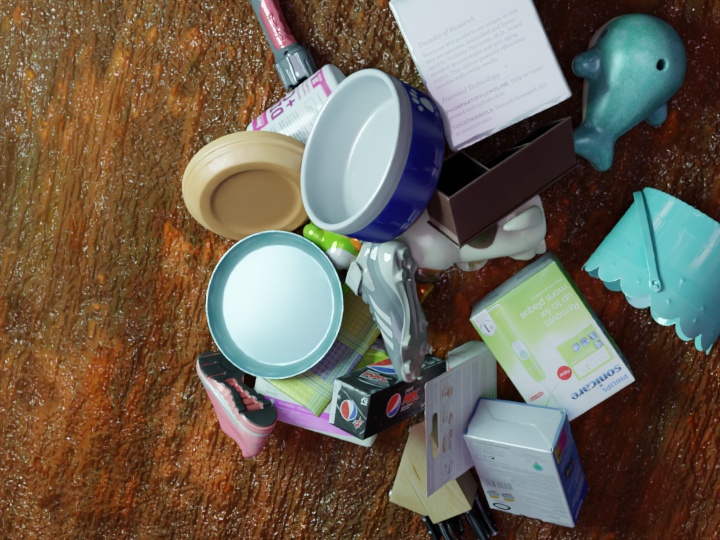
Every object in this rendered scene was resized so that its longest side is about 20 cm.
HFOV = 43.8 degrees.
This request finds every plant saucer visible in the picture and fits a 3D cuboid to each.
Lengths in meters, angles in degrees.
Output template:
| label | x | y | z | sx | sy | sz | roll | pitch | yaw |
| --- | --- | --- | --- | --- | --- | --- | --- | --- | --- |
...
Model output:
| label | x | y | z | sx | sy | sz | roll | pitch | yaw |
| --- | --- | --- | --- | --- | --- | --- | --- | --- | --- |
| plant saucer | -0.142 | -0.103 | 1.213 | 0.196 | 0.038 | 0.202 | -6 | 143 | -5 |
| plant saucer | -0.117 | 0.048 | 1.248 | 0.196 | 0.027 | 0.205 | -1 | 87 | 11 |

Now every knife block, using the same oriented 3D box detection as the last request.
| label | x | y | z | sx | sy | sz | roll | pitch | yaw |
| --- | --- | --- | --- | --- | --- | --- | --- | --- | --- |
| knife block | 0.138 | 0.319 | 1.331 | 0.172 | 0.064 | 0.203 | 18 | 113 | 9 |

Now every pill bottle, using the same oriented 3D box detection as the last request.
| label | x | y | z | sx | sy | sz | roll | pitch | yaw |
| --- | --- | --- | --- | --- | --- | --- | --- | --- | --- |
| pill bottle | -0.088 | -0.184 | 1.255 | 0.198 | 0.113 | 0.114 | -34 | 94 | 14 |

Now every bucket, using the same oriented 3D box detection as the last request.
| label | x | y | z | sx | sy | sz | roll | pitch | yaw |
| --- | --- | --- | --- | --- | --- | --- | --- | --- | --- |
| bucket | 0.404 | -0.004 | 1.165 | 0.205 | 0.207 | 0.136 | 34 | 95 | 2 |

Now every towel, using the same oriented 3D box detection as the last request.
| label | x | y | z | sx | sy | sz | roll | pitch | yaw |
| --- | --- | --- | --- | --- | --- | --- | --- | --- | --- |
| towel | -0.057 | 0.093 | 1.288 | 0.142 | 0.023 | 0.201 | 31 | 69 | 13 |

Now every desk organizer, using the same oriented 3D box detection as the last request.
| label | x | y | z | sx | sy | sz | roll | pitch | yaw |
| --- | --- | --- | --- | --- | --- | --- | --- | --- | --- |
| desk organizer | 0.172 | -0.123 | 1.113 | 0.198 | 0.072 | 0.078 | -34 | 134 | -14 |

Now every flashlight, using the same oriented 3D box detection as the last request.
| label | x | y | z | sx | sy | sz | roll | pitch | yaw |
| --- | --- | --- | --- | --- | --- | --- | --- | --- | --- |
| flashlight | -0.119 | -0.358 | 1.250 | 0.067 | 0.068 | 0.203 | -23 | 95 | 18 |

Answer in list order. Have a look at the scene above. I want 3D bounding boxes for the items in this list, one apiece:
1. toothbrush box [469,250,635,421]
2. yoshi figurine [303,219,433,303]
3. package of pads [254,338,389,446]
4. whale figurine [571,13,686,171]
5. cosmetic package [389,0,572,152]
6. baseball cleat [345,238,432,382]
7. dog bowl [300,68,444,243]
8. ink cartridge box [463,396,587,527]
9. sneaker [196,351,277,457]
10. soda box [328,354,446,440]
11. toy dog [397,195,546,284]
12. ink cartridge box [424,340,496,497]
| label | x | y | z | sx | sy | sz | roll | pitch | yaw |
| --- | --- | --- | --- | --- | --- | --- | --- | --- | --- |
| toothbrush box | 0.268 | 0.100 | 1.265 | 0.145 | 0.086 | 0.202 | -34 | 95 | 15 |
| yoshi figurine | -0.001 | 0.002 | 1.281 | 0.199 | 0.112 | 0.113 | 38 | 111 | 1 |
| package of pads | -0.057 | 0.158 | 1.342 | 0.196 | 0.068 | 0.158 | 14 | 104 | 6 |
| whale figurine | 0.342 | -0.230 | 1.154 | 0.157 | 0.104 | 0.202 | 28 | 91 | -20 |
| cosmetic package | 0.158 | -0.285 | 1.164 | 0.164 | 0.167 | 0.203 | -23 | 96 | 14 |
| baseball cleat | 0.037 | 0.049 | 1.202 | 0.105 | 0.069 | 0.204 | 9 | 113 | 37 |
| dog bowl | 0.012 | -0.139 | 1.108 | 0.078 | 0.200 | 0.203 | 15 | 108 | -36 |
| ink cartridge box | 0.237 | 0.280 | 1.263 | 0.134 | 0.077 | 0.202 | 5 | 132 | 34 |
| sneaker | -0.197 | 0.198 | 1.331 | 0.200 | 0.073 | 0.088 | 45 | 127 | 43 |
| soda box | 0.043 | 0.169 | 1.256 | 0.063 | 0.199 | 0.072 | 19 | 109 | 33 |
| toy dog | 0.145 | -0.050 | 1.207 | 0.196 | 0.195 | 0.142 | -14 | 111 | 6 |
| ink cartridge box | 0.128 | 0.202 | 1.254 | 0.049 | 0.198 | 0.164 | 7 | 104 | 38 |
